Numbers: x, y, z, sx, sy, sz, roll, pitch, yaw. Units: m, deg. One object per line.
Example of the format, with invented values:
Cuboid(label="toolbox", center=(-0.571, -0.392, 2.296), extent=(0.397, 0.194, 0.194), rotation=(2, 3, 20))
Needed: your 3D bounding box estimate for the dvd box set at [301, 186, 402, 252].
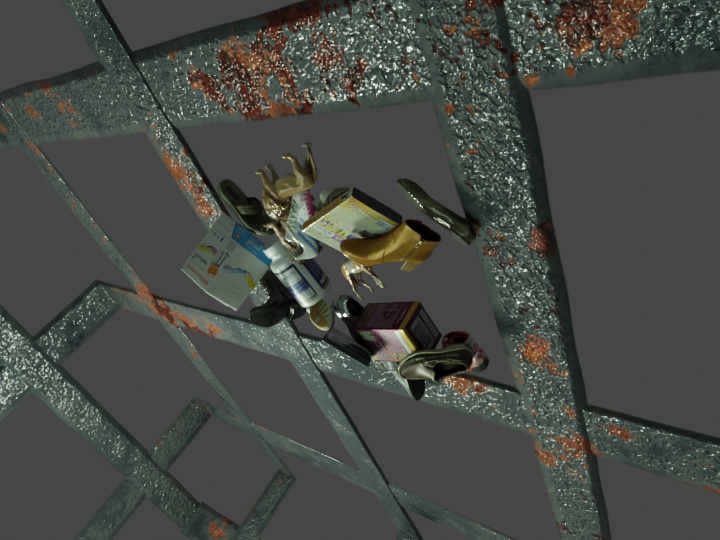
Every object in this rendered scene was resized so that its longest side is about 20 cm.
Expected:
Cuboid(label="dvd box set", center=(-0.022, -0.106, 1.223), extent=(0.145, 0.030, 0.199), rotation=(25, 147, -29))

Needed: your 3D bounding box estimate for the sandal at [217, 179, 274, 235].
Cuboid(label="sandal", center=(-0.304, -0.172, 1.461), extent=(0.201, 0.080, 0.057), rotation=(44, 133, -6))

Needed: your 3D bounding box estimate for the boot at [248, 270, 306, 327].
Cuboid(label="boot", center=(-0.262, 0.071, 1.560), extent=(0.175, 0.198, 0.070), rotation=(53, 128, 31))

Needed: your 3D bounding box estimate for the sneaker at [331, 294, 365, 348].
Cuboid(label="sneaker", center=(0.000, 0.150, 1.536), extent=(0.200, 0.075, 0.082), rotation=(46, 152, -9))

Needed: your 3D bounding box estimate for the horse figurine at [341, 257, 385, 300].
Cuboid(label="horse figurine", center=(0.000, 0.000, 1.379), extent=(0.134, 0.050, 0.200), rotation=(55, 153, -1))

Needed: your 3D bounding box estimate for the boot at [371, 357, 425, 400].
Cuboid(label="boot", center=(0.109, 0.300, 1.635), extent=(0.131, 0.070, 0.202), rotation=(-8, 114, 52))

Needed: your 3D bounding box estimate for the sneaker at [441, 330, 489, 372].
Cuboid(label="sneaker", center=(0.228, 0.210, 1.398), extent=(0.200, 0.067, 0.109), rotation=(-14, 119, 47))

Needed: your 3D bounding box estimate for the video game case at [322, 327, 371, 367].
Cuboid(label="video game case", center=(-0.034, 0.211, 1.512), extent=(0.141, 0.019, 0.200), rotation=(30, -177, 1))

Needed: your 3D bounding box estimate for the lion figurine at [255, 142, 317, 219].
Cuboid(label="lion figurine", center=(-0.160, -0.199, 1.233), extent=(0.198, 0.073, 0.124), rotation=(-21, 105, 35))

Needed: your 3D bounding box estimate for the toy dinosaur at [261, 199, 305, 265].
Cuboid(label="toy dinosaur", center=(-0.177, -0.129, 1.377), extent=(0.133, 0.086, 0.203), rotation=(12, 121, 0))

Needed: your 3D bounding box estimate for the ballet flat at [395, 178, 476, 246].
Cuboid(label="ballet flat", center=(0.155, -0.126, 1.092), extent=(0.199, 0.047, 0.067), rotation=(40, 179, 9))

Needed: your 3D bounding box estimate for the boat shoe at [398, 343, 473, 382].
Cuboid(label="boat shoe", center=(0.177, 0.235, 1.315), extent=(0.200, 0.075, 0.075), rotation=(-23, 118, 28))

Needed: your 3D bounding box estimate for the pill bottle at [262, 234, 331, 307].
Cuboid(label="pill bottle", center=(-0.179, -0.006, 1.499), extent=(0.110, 0.111, 0.201), rotation=(-11, 122, 50))

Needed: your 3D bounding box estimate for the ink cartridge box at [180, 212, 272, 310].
Cuboid(label="ink cartridge box", center=(-0.370, -0.024, 1.525), extent=(0.146, 0.201, 0.145), rotation=(33, 174, 35))

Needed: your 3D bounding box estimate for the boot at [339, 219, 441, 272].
Cuboid(label="boot", center=(0.066, -0.067, 1.185), extent=(0.197, 0.072, 0.145), rotation=(14, 144, -13))

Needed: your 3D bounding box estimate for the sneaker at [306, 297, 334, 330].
Cuboid(label="sneaker", center=(-0.110, 0.123, 1.591), extent=(0.088, 0.076, 0.200), rotation=(47, 179, -35))

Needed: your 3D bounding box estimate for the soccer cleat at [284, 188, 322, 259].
Cuboid(label="soccer cleat", center=(-0.149, -0.119, 1.313), extent=(0.070, 0.085, 0.204), rotation=(-141, 37, -60))

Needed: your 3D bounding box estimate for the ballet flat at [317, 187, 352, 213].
Cuboid(label="ballet flat", center=(-0.071, -0.147, 1.274), extent=(0.076, 0.067, 0.201), rotation=(50, 151, 13))

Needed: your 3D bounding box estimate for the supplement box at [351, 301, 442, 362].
Cuboid(label="supplement box", center=(0.095, 0.164, 1.438), extent=(0.198, 0.104, 0.132), rotation=(-5, 130, 46))
